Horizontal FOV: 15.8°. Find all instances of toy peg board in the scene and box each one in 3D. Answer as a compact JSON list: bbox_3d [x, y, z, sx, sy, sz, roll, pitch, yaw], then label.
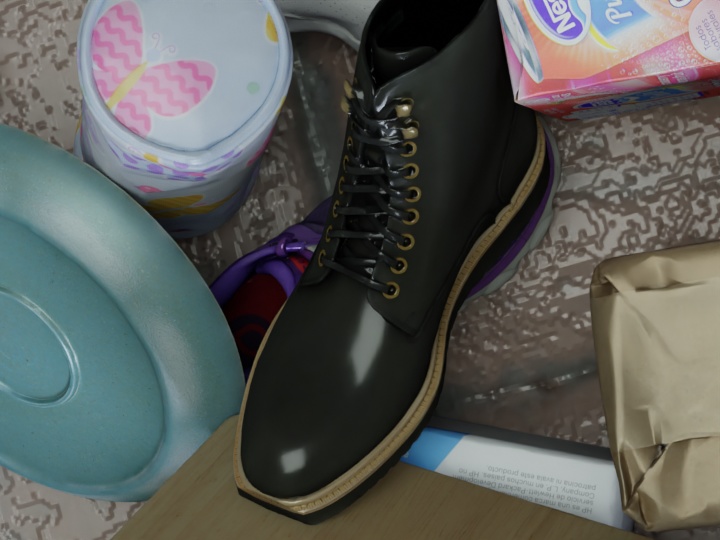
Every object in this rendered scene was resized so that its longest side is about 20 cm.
[{"bbox_3d":[-0.004,0.164,0.967,0.198,0.200,0.098,15,119,18],"label":"toy peg board"}]

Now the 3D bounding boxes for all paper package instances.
[{"bbox_3d":[0.195,0.031,1.002,0.190,0.200,0.104,-10,88,11],"label":"paper package"}]

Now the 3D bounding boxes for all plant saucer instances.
[{"bbox_3d":[-0.139,0.025,1.084,0.199,0.027,0.201,20,136,21],"label":"plant saucer"}]

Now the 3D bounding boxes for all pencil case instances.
[{"bbox_3d":[-0.075,-0.069,1.051,0.083,0.200,0.091,-1,83,-7],"label":"pencil case"}]

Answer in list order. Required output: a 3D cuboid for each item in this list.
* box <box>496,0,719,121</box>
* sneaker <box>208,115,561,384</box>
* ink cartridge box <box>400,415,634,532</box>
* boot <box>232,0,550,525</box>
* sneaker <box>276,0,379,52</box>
[{"bbox_3d":[0.110,-0.115,1.018,0.102,0.200,0.095,-11,89,11],"label":"box"},{"bbox_3d":[0.000,0.000,1.097,0.200,0.083,0.081,-39,84,5],"label":"sneaker"},{"bbox_3d":[0.030,0.165,1.090,0.144,0.085,0.201,10,90,11],"label":"ink cartridge box"},{"bbox_3d":[0.000,-0.018,0.984,0.077,0.139,0.201,18,64,20],"label":"boot"},{"bbox_3d":[-0.021,-0.138,1.084,0.199,0.089,0.075,20,60,16],"label":"sneaker"}]
